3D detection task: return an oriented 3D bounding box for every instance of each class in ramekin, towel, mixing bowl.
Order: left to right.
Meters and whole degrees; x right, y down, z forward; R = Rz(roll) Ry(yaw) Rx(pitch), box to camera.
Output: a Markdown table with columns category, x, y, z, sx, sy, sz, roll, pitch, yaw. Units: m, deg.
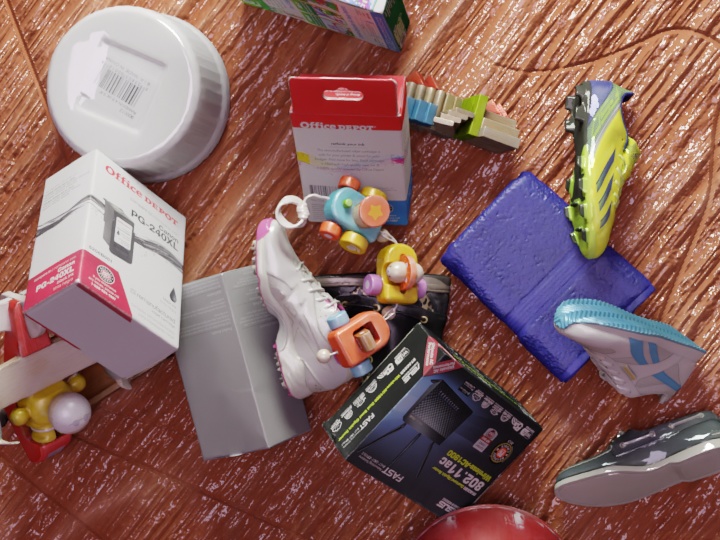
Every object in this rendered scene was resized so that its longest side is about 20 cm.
| category | x | y | z | sx | sy | sz | roll | pitch | yaw |
| --- | --- | --- | --- | --- | --- | --- | --- | --- | --- |
| ramekin | -0.256 | -0.202 | 1.221 | 0.200 | 0.098 | 0.201 | 0 | 90 | 7 |
| mixing bowl | 0.140 | 0.365 | 1.144 | 0.200 | 0.108 | 0.200 | 0 | 107 | -1 |
| towel | 0.205 | 0.006 | 1.192 | 0.200 | 0.050 | 0.148 | 45 | 89 | 5 |

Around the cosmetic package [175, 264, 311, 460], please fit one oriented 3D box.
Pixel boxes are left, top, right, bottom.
| category | x | y | z | sx | sy | sz | roll | pitch | yaw |
| --- | --- | --- | --- | --- | --- | --- | --- | --- | --- |
| cosmetic package | -0.140 | 0.102 | 1.200 | 0.107 | 0.090 | 0.200 | -14 | 93 | 35 |

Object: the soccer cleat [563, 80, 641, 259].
| category | x | y | z | sx | sy | sz | roll | pitch | yaw |
| --- | --- | --- | --- | --- | --- | --- | --- | --- | --- |
| soccer cleat | 0.265 | -0.110 | 1.155 | 0.084 | 0.065 | 0.200 | 5 | 76 | -8 |

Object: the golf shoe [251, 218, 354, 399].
| category | x | y | z | sx | sy | sz | roll | pitch | yaw |
| --- | --- | --- | --- | --- | --- | --- | --- | --- | --- |
| golf shoe | -0.057 | 0.036 | 1.148 | 0.091 | 0.075 | 0.200 | -11 | 105 | 13 |

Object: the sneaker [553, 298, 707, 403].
| category | x | y | z | sx | sy | sz | roll | pitch | yaw |
| --- | --- | --- | --- | --- | --- | --- | --- | --- | --- |
| sneaker | 0.276 | 0.087 | 1.126 | 0.200 | 0.077 | 0.081 | 19 | 106 | -31 |

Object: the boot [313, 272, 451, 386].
| category | x | y | z | sx | sy | sz | roll | pitch | yaw |
| --- | --- | --- | --- | --- | --- | --- | --- | --- | --- |
| boot | 0.004 | 0.078 | 1.206 | 0.200 | 0.073 | 0.151 | -2 | 91 | 2 |

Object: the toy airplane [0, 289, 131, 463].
| category | x | y | z | sx | sy | sz | roll | pitch | yaw |
| --- | --- | --- | --- | --- | --- | --- | --- | --- | --- |
| toy airplane | -0.337 | 0.115 | 1.147 | 0.141 | 0.199 | 0.200 | 34 | 86 | 30 |

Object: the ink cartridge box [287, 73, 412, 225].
| category | x | y | z | sx | sy | sz | roll | pitch | yaw |
| --- | --- | --- | --- | --- | --- | --- | --- | --- | --- |
| ink cartridge box | -0.007 | -0.142 | 1.142 | 0.116 | 0.200 | 0.067 | 3 | 48 | 8 |

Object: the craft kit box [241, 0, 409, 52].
| category | x | y | z | sx | sy | sz | roll | pitch | yaw |
| --- | --- | --- | --- | --- | --- | --- | --- | --- | --- |
| craft kit box | -0.052 | -0.297 | 1.142 | 0.197 | 0.200 | 0.049 | 16 | 93 | 6 |

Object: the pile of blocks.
| category | x | y | z | sx | sy | sz | roll | pitch | yaw |
| --- | --- | --- | --- | --- | --- | --- | --- | --- | --- |
| pile of blocks | 0.084 | -0.186 | 1.185 | 0.200 | 0.082 | 0.062 | 15 | 86 | 6 |

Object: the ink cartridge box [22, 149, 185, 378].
| category | x | y | z | sx | sy | sz | roll | pitch | yaw |
| --- | --- | --- | --- | --- | --- | --- | --- | --- | --- |
| ink cartridge box | -0.267 | -0.010 | 1.150 | 0.083 | 0.145 | 0.200 | -29 | 43 | 24 |

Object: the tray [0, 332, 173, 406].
| category | x | y | z | sx | sy | sz | roll | pitch | yaw |
| --- | --- | --- | --- | --- | --- | --- | --- | --- | --- |
| tray | -0.330 | 0.111 | 1.266 | 0.200 | 0.037 | 0.099 | -32 | 87 | 7 |

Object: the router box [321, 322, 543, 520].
| category | x | y | z | sx | sy | sz | roll | pitch | yaw |
| --- | --- | --- | --- | --- | --- | --- | --- | --- | --- |
| router box | 0.080 | 0.167 | 1.142 | 0.150 | 0.062 | 0.200 | -47 | 128 | 6 |

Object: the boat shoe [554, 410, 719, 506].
| category | x | y | z | sx | sy | sz | roll | pitch | yaw |
| --- | --- | --- | --- | --- | --- | --- | --- | --- | --- |
| boat shoe | 0.308 | 0.206 | 1.182 | 0.200 | 0.073 | 0.062 | -19 | 45 | 14 |

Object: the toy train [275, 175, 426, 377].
| category | x | y | z | sx | sy | sz | roll | pitch | yaw |
| --- | --- | --- | --- | --- | --- | --- | --- | --- | --- |
| toy train | 0.000 | 0.000 | 1.109 | 0.150 | 0.056 | 0.200 | -26 | 96 | -30 |
